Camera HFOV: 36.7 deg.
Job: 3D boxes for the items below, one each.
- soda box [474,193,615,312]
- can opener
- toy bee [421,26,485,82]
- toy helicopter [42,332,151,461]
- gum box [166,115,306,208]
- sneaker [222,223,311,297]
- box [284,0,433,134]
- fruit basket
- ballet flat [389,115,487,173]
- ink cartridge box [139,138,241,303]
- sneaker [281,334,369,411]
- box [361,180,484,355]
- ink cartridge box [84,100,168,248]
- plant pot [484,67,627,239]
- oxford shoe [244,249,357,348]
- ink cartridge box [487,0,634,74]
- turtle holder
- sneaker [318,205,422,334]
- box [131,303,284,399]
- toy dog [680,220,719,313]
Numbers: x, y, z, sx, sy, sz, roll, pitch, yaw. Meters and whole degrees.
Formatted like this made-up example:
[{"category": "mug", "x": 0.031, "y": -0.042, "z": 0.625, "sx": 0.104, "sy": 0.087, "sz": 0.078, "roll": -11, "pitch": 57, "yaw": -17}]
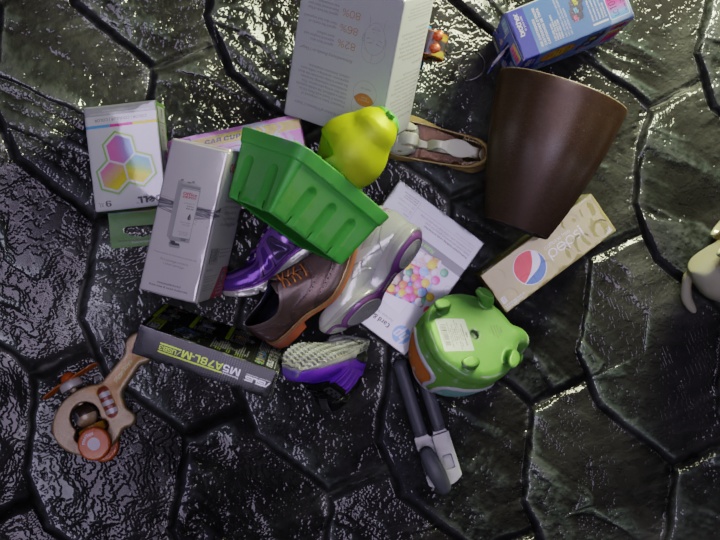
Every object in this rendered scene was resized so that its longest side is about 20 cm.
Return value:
[{"category": "soda box", "x": 0.267, "y": -0.026, "z": 1.571, "sx": 0.199, "sy": 0.064, "sz": 0.068, "roll": -36, "pitch": 94, "yaw": 0}, {"category": "can opener", "x": 0.099, "y": 0.223, "z": 1.574, "sx": 0.053, "sy": 0.067, "sz": 0.202, "roll": -17, "pitch": 94, "yaw": -2}, {"category": "toy bee", "x": 0.081, "y": -0.329, "z": 1.527, "sx": 0.198, "sy": 0.109, "sz": 0.133, "roll": -7, "pitch": 93, "yaw": -1}, {"category": "toy helicopter", "x": -0.370, "y": 0.170, "z": 1.560, "sx": 0.132, "sy": 0.079, "sz": 0.201, "roll": 34, "pitch": 80, "yaw": 5}, {"category": "gum box", "x": -0.171, "y": -0.145, "z": 1.545, "sx": 0.198, "sy": 0.066, "sz": 0.115, "roll": -12, "pitch": 94, "yaw": -2}, {"category": "sneaker", "x": -0.123, "y": -0.037, "z": 1.542, "sx": 0.199, "sy": 0.081, "sz": 0.084, "roll": -37, "pitch": 110, "yaw": -7}, {"category": "box", "x": -0.003, "y": -0.294, "z": 1.469, "sx": 0.151, "sy": 0.106, "sz": 0.202, "roll": 22, "pitch": 118, "yaw": 19}, {"category": "fruit basket", "x": -0.044, "y": -0.134, "z": 1.412, "sx": 0.214, "sy": 0.155, "sz": 0.218, "roll": -19, "pitch": 118, "yaw": -39}, {"category": "ballet flat", "x": 0.094, "y": -0.187, "z": 1.556, "sx": 0.198, "sy": 0.063, "sz": 0.069, "roll": 9, "pitch": 92, "yaw": -3}, {"category": "ink cartridge box", "x": -0.215, "y": -0.067, "z": 1.441, "sx": 0.082, "sy": 0.147, "sz": 0.202, "roll": 14, "pitch": 94, "yaw": 6}, {"category": "sneaker", "x": -0.046, "y": 0.151, "z": 1.508, "sx": 0.069, "sy": 0.200, "sz": 0.101, "roll": 12, "pitch": 100, "yaw": 26}, {"category": "box", "x": 0.059, "y": -0.005, "z": 1.575, "sx": 0.155, "sy": 0.041, "sz": 0.201, "roll": 36, "pitch": 92, "yaw": -3}, {"category": "ink cartridge box", "x": -0.324, "y": -0.134, "z": 1.538, "sx": 0.103, "sy": 0.059, "sz": 0.203, "roll": -5, "pitch": 93, "yaw": 2}, {"category": "plant pot", "x": 0.249, "y": -0.153, "z": 1.501, "sx": 0.185, "sy": 0.187, "sz": 0.202, "roll": 18, "pitch": 91, "yaw": -3}, {"category": "oxford shoe", "x": -0.081, "y": 0.021, "z": 1.492, "sx": 0.073, "sy": 0.071, "sz": 0.201, "roll": 28, "pitch": 105, "yaw": -43}, {"category": "ink cartridge box", "x": 0.265, "y": -0.336, "z": 1.520, "sx": 0.198, "sy": 0.136, "sz": 0.077, "roll": -20, "pitch": 88, "yaw": -1}, {"category": "turtle holder", "x": 0.148, "y": 0.105, "z": 1.535, "sx": 0.141, "sy": 0.132, "sz": 0.185, "roll": 49, "pitch": 48, "yaw": 9}, {"category": "sneaker", "x": 0.000, "y": 0.000, "z": 1.530, "sx": 0.099, "sy": 0.075, "sz": 0.201, "roll": 41, "pitch": 95, "yaw": 24}, {"category": "box", "x": -0.202, "y": 0.107, "z": 1.489, "sx": 0.191, "sy": 0.200, "sz": 0.048, "roll": 17, "pitch": 96, "yaw": -4}, {"category": "toy dog", "x": 0.581, "y": 0.027, "z": 1.553, "sx": 0.200, "sy": 0.140, "sz": 0.194, "roll": 40, "pitch": 104, "yaw": -3}]
